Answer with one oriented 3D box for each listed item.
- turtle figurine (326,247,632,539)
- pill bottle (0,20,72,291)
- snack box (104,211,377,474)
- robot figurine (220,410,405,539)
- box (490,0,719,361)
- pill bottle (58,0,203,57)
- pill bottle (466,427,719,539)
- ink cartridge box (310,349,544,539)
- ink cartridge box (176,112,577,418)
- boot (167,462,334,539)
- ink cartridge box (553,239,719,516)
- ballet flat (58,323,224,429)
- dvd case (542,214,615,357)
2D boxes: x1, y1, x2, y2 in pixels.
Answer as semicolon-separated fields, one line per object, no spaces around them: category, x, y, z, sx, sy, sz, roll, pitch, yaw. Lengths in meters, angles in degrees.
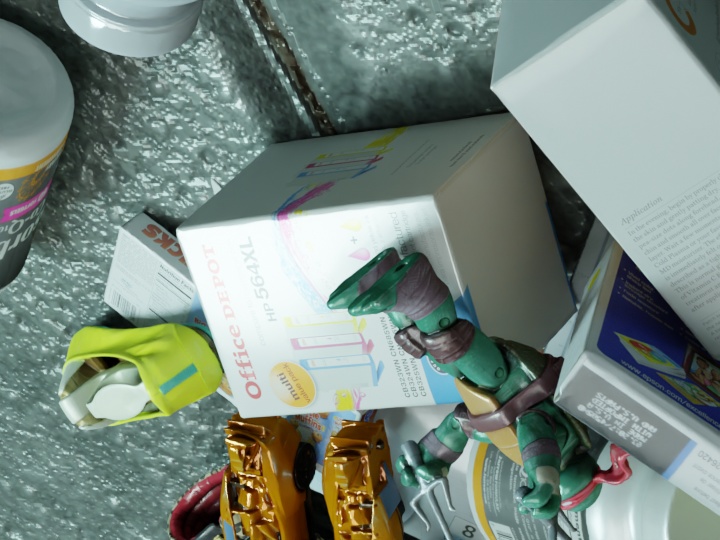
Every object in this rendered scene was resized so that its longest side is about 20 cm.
turtle figurine;0.068;0.079;1.443;0.200;0.101;0.150;52;154;-9
pill bottle;-0.251;-0.051;1.661;0.116;0.117;0.201;27;137;2
snack box;-0.077;0.048;1.699;0.200;0.024;0.072;37;138;17
robot figurine;-0.026;0.180;1.677;0.144;0.058;0.201;7;120;25
box;0.167;-0.075;1.420;0.097;0.125;0.200;-32;111;22
pill bottle;-0.107;-0.214;1.454;0.111;0.112;0.201;24;136;5
pill bottle;0.156;0.129;1.559;0.117;0.116;0.200;51;160;-22
ink cartridge box;0.047;0.088;1.699;0.159;0.047;0.201;25;137;3
ink cartridge box;0.000;0.000;1.569;0.199;0.125;0.129;-7;111;31
boot;-0.029;0.188;1.771;0.150;0.074;0.200;35;160;-20
ink cartridge box;0.203;0.068;1.455;0.197;0.200;0.047;33;114;-2
ballet flat;-0.155;0.071;1.726;0.067;0.067;0.200;55;152;-13
dvd case;0.217;0.034;1.575;0.199;0.025;0.151;23;131;7
